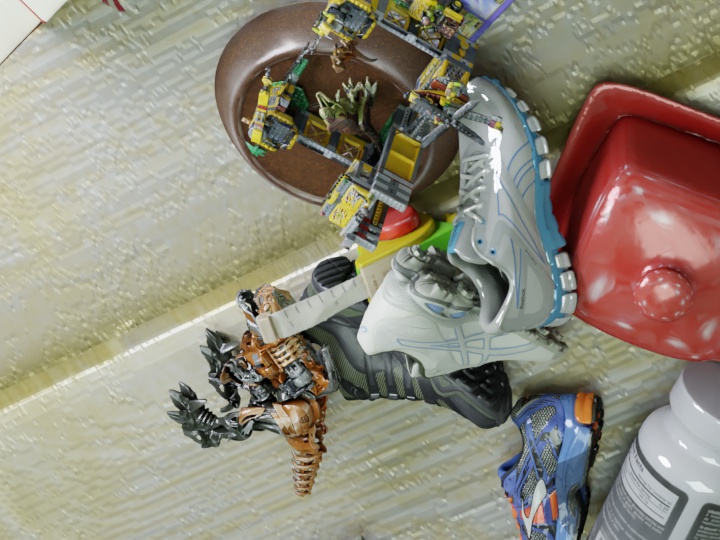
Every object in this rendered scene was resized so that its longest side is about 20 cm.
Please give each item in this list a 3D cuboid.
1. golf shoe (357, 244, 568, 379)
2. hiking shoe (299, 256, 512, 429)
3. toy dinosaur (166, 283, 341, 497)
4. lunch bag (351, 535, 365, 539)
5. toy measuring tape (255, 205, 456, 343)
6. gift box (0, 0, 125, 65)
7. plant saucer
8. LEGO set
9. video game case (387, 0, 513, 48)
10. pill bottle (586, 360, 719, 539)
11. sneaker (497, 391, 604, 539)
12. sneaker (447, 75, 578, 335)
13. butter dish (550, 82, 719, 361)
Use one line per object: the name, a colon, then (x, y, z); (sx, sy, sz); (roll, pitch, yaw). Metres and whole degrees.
golf shoe: (0.077, 0.046, 1.715); (0.199, 0.078, 0.097); (21, 117, -41)
hiking shoe: (0.031, 0.074, 1.787); (0.199, 0.076, 0.101); (36, 129, -1)
toy dinosaur: (-0.075, 0.103, 1.773); (0.135, 0.102, 0.202); (0, 104, 23)
lunch bag: (-0.038, 0.353, 1.915); (0.199, 0.118, 0.164); (-29, 109, 29)
toy measuring tape: (0.000, 0.000, 1.719); (0.199, 0.074, 0.074); (-26, 115, -16)
gift box: (-0.268, -0.247, 1.608); (0.200, 0.185, 0.187); (40, 126, -15)
plant saucer: (-0.020, -0.117, 1.680); (0.199, 0.035, 0.201); (9, 135, 9)
LEGO set: (-0.003, -0.108, 1.574); (0.153, 0.116, 0.200); (33, 134, -16)
video game case: (0.027, -0.239, 1.564); (0.181, 0.046, 0.200); (33, 160, -6)
pill bottle: (0.266, 0.182, 1.767); (0.115, 0.116, 0.201); (21, 119, -1)
sneaker: (0.152, 0.186, 1.824); (0.078, 0.075, 0.201); (13, 111, 13)
sneaker: (0.099, -0.046, 1.631); (0.075, 0.086, 0.201); (-12, 95, 58)
butter dish: (0.233, -0.010, 1.653); (0.198, 0.148, 0.201); (20, 119, -2)
